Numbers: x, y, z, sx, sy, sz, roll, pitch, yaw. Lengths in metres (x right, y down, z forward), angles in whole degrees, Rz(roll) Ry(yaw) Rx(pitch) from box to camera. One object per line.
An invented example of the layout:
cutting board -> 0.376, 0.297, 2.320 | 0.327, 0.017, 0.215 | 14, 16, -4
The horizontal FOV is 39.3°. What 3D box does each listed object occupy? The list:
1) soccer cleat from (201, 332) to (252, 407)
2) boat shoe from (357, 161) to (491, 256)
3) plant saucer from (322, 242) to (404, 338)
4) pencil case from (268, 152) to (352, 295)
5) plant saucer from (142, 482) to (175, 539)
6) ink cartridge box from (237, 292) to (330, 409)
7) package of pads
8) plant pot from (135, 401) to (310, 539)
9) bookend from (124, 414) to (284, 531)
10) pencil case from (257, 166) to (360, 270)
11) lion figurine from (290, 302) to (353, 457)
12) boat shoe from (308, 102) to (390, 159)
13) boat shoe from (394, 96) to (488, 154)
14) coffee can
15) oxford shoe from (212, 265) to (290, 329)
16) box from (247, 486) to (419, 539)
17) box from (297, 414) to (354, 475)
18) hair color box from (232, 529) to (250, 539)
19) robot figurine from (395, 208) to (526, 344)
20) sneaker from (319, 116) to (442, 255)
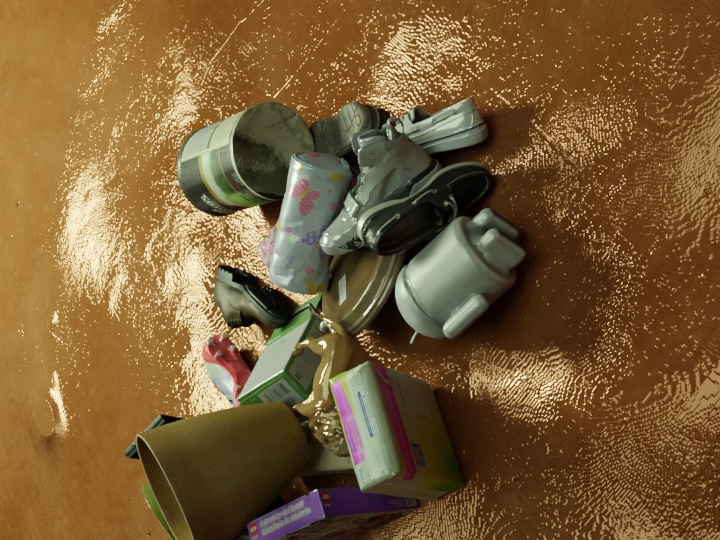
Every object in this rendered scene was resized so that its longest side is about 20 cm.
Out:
soccer cleat -> -0.194, 0.189, 1.609 | 0.201, 0.066, 0.077 | 52, 146, 29
boat shoe -> 0.093, -0.079, 1.331 | 0.060, 0.198, 0.075 | 51, 160, 54
plant saucer -> 0.000, 0.000, 1.428 | 0.200, 0.029, 0.202 | -47, 29, 37
pencil case -> -0.073, -0.067, 1.436 | 0.089, 0.083, 0.203 | 15, 110, 9
plant saucer -> -0.255, 0.392, 1.543 | 0.031, 0.200, 0.200 | -41, 52, -5
ink cartridge box -> -0.099, 0.128, 1.499 | 0.103, 0.059, 0.201 | -33, 19, 32
package of pads -> 0.046, 0.206, 1.288 | 0.068, 0.199, 0.156 | -28, 63, 20
plant pot -> -0.174, 0.263, 1.359 | 0.186, 0.198, 0.188 | 46, 149, 38
bookend -> -0.220, 0.331, 1.498 | 0.092, 0.198, 0.201 | -44, 56, 16
pencil case -> -0.071, -0.071, 1.525 | 0.200, 0.082, 0.087 | -45, 69, 26
lion figurine -> -0.039, 0.145, 1.349 | 0.122, 0.072, 0.204 | -3, 90, 57
boat shoe -> -0.018, -0.197, 1.513 | 0.199, 0.072, 0.076 | -11, 82, 61
boat shoe -> 0.084, -0.196, 1.412 | 0.197, 0.074, 0.068 | -12, 108, 29
coffee can -> -0.181, -0.170, 1.570 | 0.199, 0.145, 0.149 | -8, 76, 56
oxford shoe -> -0.174, 0.061, 1.605 | 0.199, 0.072, 0.086 | 29, 103, 53
box -> -0.033, 0.325, 1.336 | 0.136, 0.199, 0.040 | -33, 63, 32
box -> -0.050, 0.245, 1.448 | 0.198, 0.077, 0.097 | -15, 71, 39
hair color box -> -0.120, 0.442, 1.403 | 0.110, 0.064, 0.201 | 57, 161, 33
robot figurine -> 0.123, 0.011, 1.315 | 0.200, 0.112, 0.171 | -43, 30, 27
sneaker -> 0.005, -0.116, 1.366 | 0.199, 0.115, 0.075 | -37, 25, 7
